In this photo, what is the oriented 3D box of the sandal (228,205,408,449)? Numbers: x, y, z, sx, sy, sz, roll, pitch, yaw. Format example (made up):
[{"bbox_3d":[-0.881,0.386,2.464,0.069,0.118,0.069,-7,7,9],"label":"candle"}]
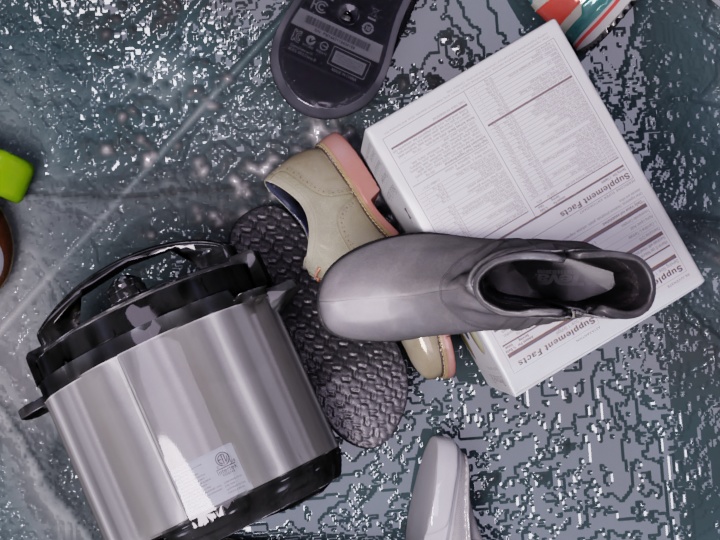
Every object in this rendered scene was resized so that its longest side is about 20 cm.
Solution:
[{"bbox_3d":[-0.028,0.040,0.991,0.075,0.045,0.201,-31,74,-9],"label":"sandal"}]

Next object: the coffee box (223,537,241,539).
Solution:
[{"bbox_3d":[-0.029,0.244,0.903,0.198,0.113,0.081,4,95,20],"label":"coffee box"}]

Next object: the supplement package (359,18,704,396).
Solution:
[{"bbox_3d":[0.112,-0.039,0.942,0.150,0.152,0.201,-30,89,-2],"label":"supplement package"}]

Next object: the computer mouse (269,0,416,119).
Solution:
[{"bbox_3d":[0.001,-0.195,1.001,0.137,0.053,0.201,29,75,-2],"label":"computer mouse"}]

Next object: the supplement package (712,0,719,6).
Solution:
[{"bbox_3d":[0.341,-0.282,0.986,0.109,0.114,0.201,38,87,1],"label":"supplement package"}]

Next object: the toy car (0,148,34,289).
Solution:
[{"bbox_3d":[-0.325,-0.030,0.897,0.156,0.200,0.166,22,86,-1],"label":"toy car"}]

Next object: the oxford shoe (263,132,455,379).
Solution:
[{"bbox_3d":[0.000,0.000,0.959,0.073,0.071,0.201,-26,70,-14],"label":"oxford shoe"}]

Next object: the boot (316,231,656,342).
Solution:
[{"bbox_3d":[0.067,0.007,0.799,0.197,0.132,0.071,-9,91,2],"label":"boot"}]

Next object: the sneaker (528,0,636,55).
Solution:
[{"bbox_3d":[0.196,-0.263,0.988,0.093,0.070,0.200,38,102,3],"label":"sneaker"}]

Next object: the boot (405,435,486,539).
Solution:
[{"bbox_3d":[0.083,0.223,0.974,0.094,0.074,0.203,5,95,-8],"label":"boot"}]

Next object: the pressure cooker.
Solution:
[{"bbox_3d":[-0.120,0.082,0.908,0.175,0.178,0.202,-21,83,-45],"label":"pressure cooker"}]
